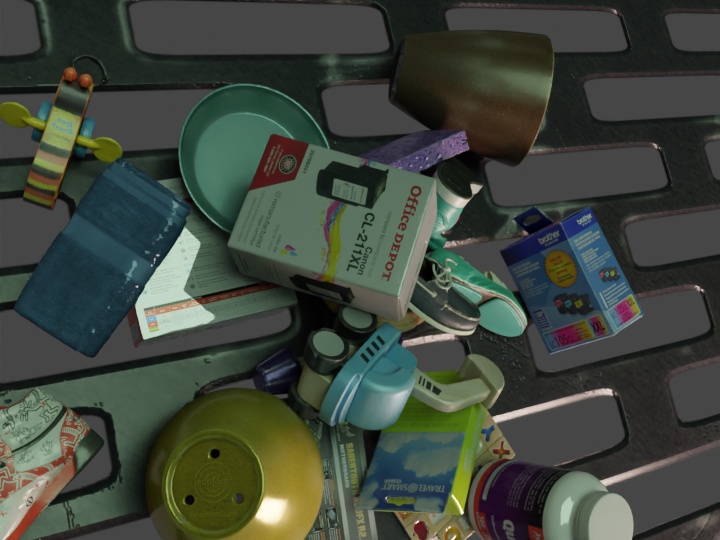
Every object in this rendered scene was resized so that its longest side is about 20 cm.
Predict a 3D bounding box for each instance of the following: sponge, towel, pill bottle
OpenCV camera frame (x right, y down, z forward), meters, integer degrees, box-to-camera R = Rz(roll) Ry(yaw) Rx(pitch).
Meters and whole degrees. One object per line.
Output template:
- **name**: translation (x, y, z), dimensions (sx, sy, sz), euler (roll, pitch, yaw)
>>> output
- **sponge**: translation (0.039, -0.144, 1.108), dimensions (0.198, 0.111, 0.030), euler (-28, 113, -29)
- **towel**: translation (-0.277, -0.014, 0.903), dimensions (0.111, 0.049, 0.202), euler (33, 83, 5)
- **pill bottle**: translation (0.231, 0.299, 1.018), dimensions (0.111, 0.199, 0.115), euler (3, 84, -32)

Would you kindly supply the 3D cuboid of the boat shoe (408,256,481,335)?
- **boat shoe**: translation (0.076, 0.010, 1.010), dimensions (0.198, 0.062, 0.075), euler (33, 24, -17)

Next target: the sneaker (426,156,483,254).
- **sneaker**: translation (0.106, -0.085, 1.144), dimensions (0.083, 0.121, 0.200), euler (39, 22, 3)

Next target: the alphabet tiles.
- **alphabet tiles**: translation (0.116, 0.262, 1.090), dimensions (0.199, 0.006, 0.168), euler (-34, 93, -30)

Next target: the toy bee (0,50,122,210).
- **toy bee**: translation (-0.338, -0.177, 0.932), dimensions (0.129, 0.109, 0.204), euler (-3, 77, -25)

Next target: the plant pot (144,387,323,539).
- **plant pot**: translation (-0.138, 0.219, 0.856), dimensions (0.196, 0.142, 0.204), euler (0, 78, 0)

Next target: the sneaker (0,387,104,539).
- **sneaker**: translation (-0.365, 0.213, 0.831), dimensions (0.108, 0.067, 0.202), euler (44, 58, -7)

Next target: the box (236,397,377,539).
- **box**: translation (-0.068, 0.250, 0.978), dimensions (0.156, 0.048, 0.204), euler (-3, 77, -28)

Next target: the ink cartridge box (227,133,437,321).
- **ink cartridge box**: translation (-0.026, -0.049, 0.918), dimensions (0.197, 0.083, 0.148), euler (16, 70, 10)

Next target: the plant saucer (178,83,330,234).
- **plant saucer**: translation (-0.128, -0.126, 1.007), dimensions (0.197, 0.036, 0.204), euler (8, 72, -25)

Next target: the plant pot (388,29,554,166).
- **plant pot**: translation (0.145, -0.261, 1.172), dimensions (0.196, 0.187, 0.190), euler (11, 70, -9)

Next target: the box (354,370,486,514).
- **box**: translation (0.079, 0.210, 0.990), dimensions (0.048, 0.120, 0.202), euler (59, 38, -34)

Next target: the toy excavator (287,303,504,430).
- **toy excavator**: translation (0.045, 0.127, 0.937), dimensions (0.199, 0.101, 0.194), euler (34, 39, 13)

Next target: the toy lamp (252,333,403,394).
- **toy lamp**: translation (-0.040, 0.108, 1.029), dimensions (0.197, 0.058, 0.059), euler (-14, 82, -30)

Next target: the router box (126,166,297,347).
- **router box**: translation (-0.191, -0.021, 0.993), dimensions (0.197, 0.049, 0.183), euler (-12, 81, -29)

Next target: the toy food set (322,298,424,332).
- **toy food set**: translation (0.000, 0.000, 1.045), dimensions (0.198, 0.049, 0.199), euler (49, 34, 9)

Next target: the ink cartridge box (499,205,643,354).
- **ink cartridge box**: translation (0.289, 0.002, 1.176), dimensions (0.076, 0.136, 0.203), euler (-23, 86, -34)

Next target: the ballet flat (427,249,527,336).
- **ballet flat**: translation (0.161, 0.024, 1.132), dimensions (0.199, 0.067, 0.071), euler (29, 48, -36)
